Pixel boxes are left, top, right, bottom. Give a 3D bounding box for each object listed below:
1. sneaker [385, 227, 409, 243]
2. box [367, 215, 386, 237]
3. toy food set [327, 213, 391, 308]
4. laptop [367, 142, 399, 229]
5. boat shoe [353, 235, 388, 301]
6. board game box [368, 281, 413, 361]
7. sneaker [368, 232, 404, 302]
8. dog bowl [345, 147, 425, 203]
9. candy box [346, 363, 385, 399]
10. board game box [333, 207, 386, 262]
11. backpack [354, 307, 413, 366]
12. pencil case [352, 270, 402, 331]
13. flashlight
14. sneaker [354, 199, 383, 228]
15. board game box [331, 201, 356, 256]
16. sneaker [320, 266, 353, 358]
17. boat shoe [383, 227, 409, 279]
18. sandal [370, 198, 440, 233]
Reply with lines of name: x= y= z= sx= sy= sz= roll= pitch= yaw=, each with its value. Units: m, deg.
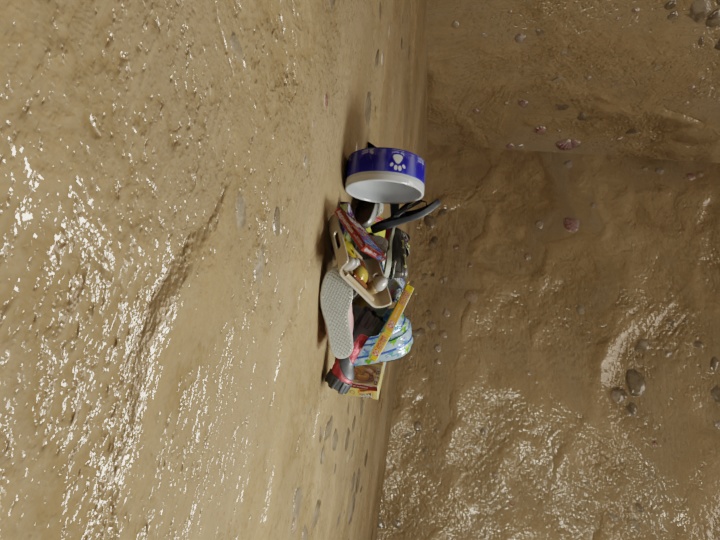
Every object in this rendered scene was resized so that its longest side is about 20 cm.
sneaker: x=0.115 y=-0.089 z=1.691 sx=0.075 sy=0.086 sz=0.200 roll=-56 pitch=-164 yaw=11
box: x=0.023 y=-0.063 z=1.563 sx=0.050 sy=0.074 sz=0.205 roll=-27 pitch=-135 yaw=51
toy food set: x=0.002 y=-0.021 z=1.227 sx=0.200 sy=0.059 sz=0.146 roll=46 pitch=21 yaw=-47
laptop: x=0.059 y=-0.237 z=1.613 sx=0.102 sy=0.199 sz=0.180 roll=-36 pitch=147 yaw=-21
boat shoe: x=0.000 y=0.000 z=1.374 sx=0.201 sy=0.075 sz=0.072 roll=-52 pitch=165 yaw=-15
board game box: x=0.078 y=0.118 z=1.326 sx=0.202 sy=0.029 sz=0.097 roll=-61 pitch=177 yaw=-47
sneaker: x=0.061 y=-0.018 z=1.505 sx=0.085 sy=0.076 sz=0.204 roll=-45 pitch=115 yaw=-46
dog bowl: x=0.061 y=-0.228 z=1.355 sx=0.200 sy=0.194 sz=0.081 roll=43 pitch=50 yaw=-78
candy box: x=0.013 y=0.270 z=1.590 sx=0.202 sy=0.112 sz=0.057 roll=-72 pitch=165 yaw=-52
board game box: x=0.003 y=-0.076 z=1.247 sx=0.104 sy=0.019 sz=0.200 roll=54 pitch=8 yaw=14
backpack: x=0.044 y=0.180 z=1.483 sx=0.164 sy=0.194 sz=0.158 roll=-58 pitch=151 yaw=-67
pencil case: x=0.022 y=0.097 z=1.394 sx=0.201 sy=0.082 sz=0.091 roll=-50 pitch=131 yaw=-13
flashlight: x=-0.009 y=0.192 z=1.309 sx=0.203 sy=0.067 sz=0.068 roll=-58 pitch=-148 yaw=7
sneaker: x=0.035 y=-0.166 z=1.511 sx=0.085 sy=0.071 sz=0.203 roll=54 pitch=29 yaw=-32
board game box: x=-0.034 y=-0.075 z=1.380 sx=0.201 sy=0.031 sz=0.124 roll=67 pitch=27 yaw=-70
sneaker: x=-0.053 y=0.087 z=1.255 sx=0.105 sy=0.073 sz=0.207 roll=-116 pitch=-158 yaw=-79
boat shoe: x=0.095 y=-0.044 z=1.408 sx=0.203 sy=0.059 sz=0.073 roll=-78 pitch=180 yaw=-54
sandal: x=0.111 y=-0.147 z=1.425 sx=0.044 sy=0.195 sz=0.076 roll=68 pitch=19 yaw=-10
